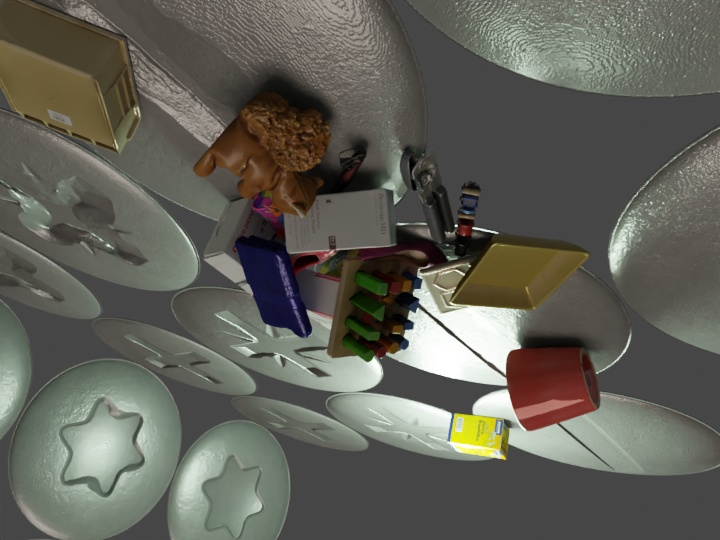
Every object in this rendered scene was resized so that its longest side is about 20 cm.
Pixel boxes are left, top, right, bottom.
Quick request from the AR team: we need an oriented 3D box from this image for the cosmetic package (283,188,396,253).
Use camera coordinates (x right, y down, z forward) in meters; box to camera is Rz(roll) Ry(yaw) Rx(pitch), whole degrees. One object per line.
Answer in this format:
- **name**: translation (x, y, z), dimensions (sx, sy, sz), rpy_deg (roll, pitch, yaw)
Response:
- **cosmetic package**: translation (-0.036, -0.088, 0.978), dimensions (0.193, 0.105, 0.074), rpy_deg (-5, -176, 15)

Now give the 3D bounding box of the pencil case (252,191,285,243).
- **pencil case**: translation (-0.144, -0.095, 1.104), dimensions (0.086, 0.090, 0.201), rpy_deg (2, 146, 26)

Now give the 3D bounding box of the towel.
- **towel**: translation (-0.166, 0.028, 1.068), dimensions (0.145, 0.049, 0.205), rpy_deg (13, 130, 38)

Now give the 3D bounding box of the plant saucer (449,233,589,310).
- **plant saucer**: translation (0.282, -0.001, 0.998), dimensions (0.193, 0.050, 0.202), rpy_deg (4, 145, -16)

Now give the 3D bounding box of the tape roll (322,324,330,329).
- **tape roll**: translation (-0.031, 0.125, 1.466), dimensions (0.196, 0.038, 0.205), rpy_deg (14, 150, 8)

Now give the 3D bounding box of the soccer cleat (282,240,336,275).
- **soccer cleat**: translation (-0.062, -0.055, 1.060), dimensions (0.195, 0.074, 0.069), rpy_deg (-25, 140, 6)

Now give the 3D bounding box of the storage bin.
- **storage bin**: translation (-0.490, -0.316, 0.906), dimensions (0.195, 0.096, 0.199), rpy_deg (20, 152, -4)

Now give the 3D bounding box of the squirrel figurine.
- **squirrel figurine**: translation (-0.132, -0.177, 0.874), dimensions (0.186, 0.143, 0.198), rpy_deg (44, 133, -17)

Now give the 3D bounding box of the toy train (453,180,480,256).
- **toy train**: translation (0.187, -0.086, 0.968), dimensions (0.033, 0.047, 0.202), rpy_deg (11, 151, 11)

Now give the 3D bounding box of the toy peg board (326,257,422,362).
- **toy peg board**: translation (0.051, 0.089, 1.096), dimensions (0.195, 0.206, 0.097), rpy_deg (2, -164, -39)

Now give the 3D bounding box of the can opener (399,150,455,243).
- **can opener**: translation (0.118, -0.132, 0.943), dimensions (0.067, 0.053, 0.201), rpy_deg (39, 166, 35)

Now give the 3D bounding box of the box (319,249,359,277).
- **box**: translation (0.000, 0.000, 1.224), dimensions (0.116, 0.050, 0.198), rpy_deg (31, 151, -23)

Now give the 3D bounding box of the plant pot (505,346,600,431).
- **plant pot**: translation (0.466, 0.274, 1.297), dimensions (0.174, 0.205, 0.200), rpy_deg (-17, 138, 32)

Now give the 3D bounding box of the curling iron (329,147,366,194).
- **curling iron**: translation (-0.033, -0.167, 0.966), dimensions (0.048, 0.026, 0.200), rpy_deg (-9, 168, -18)

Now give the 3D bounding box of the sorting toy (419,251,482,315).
- **sorting toy**: translation (0.228, 0.019, 1.100), dimensions (0.180, 0.037, 0.201), rpy_deg (-15, 146, 15)

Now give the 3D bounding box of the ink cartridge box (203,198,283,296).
- **ink cartridge box**: translation (-0.221, -0.037, 1.177), dimensions (0.084, 0.150, 0.200), rpy_deg (-7, 143, 39)

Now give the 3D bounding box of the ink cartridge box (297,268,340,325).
- **ink cartridge box**: translation (-0.066, 0.071, 1.201), dimensions (0.142, 0.087, 0.200), rpy_deg (14, 169, 25)

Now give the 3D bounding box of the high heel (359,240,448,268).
- **high heel**: translation (0.089, -0.022, 1.078), dimensions (0.196, 0.098, 0.067), rpy_deg (28, 142, -16)

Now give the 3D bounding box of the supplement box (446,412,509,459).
- **supplement box**: translation (0.425, 0.594, 1.943), dimensions (0.195, 0.112, 0.109), rpy_deg (-1, 147, 30)
